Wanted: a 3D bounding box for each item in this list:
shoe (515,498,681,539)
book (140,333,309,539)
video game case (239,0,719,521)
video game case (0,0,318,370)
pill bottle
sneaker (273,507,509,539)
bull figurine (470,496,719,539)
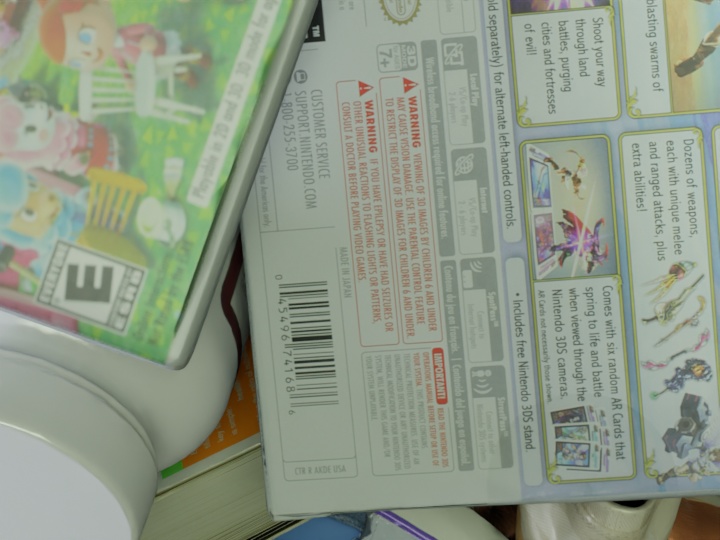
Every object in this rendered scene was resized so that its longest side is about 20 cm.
[{"bbox_3d":[0.085,0.014,0.760,0.070,0.053,0.200,4,54,1],"label":"shoe"},{"bbox_3d":[0.000,0.000,0.750,0.200,0.134,0.048,-28,136,10],"label":"book"},{"bbox_3d":[0.056,-0.035,0.651,0.181,0.045,0.201,-4,97,10],"label":"video game case"},{"bbox_3d":[-0.099,-0.097,0.612,0.182,0.022,0.200,20,89,0],"label":"video game case"},{"bbox_3d":[-0.084,-0.010,0.700,0.113,0.113,0.200,18,51,-4],"label":"pill bottle"},{"bbox_3d":[0.007,0.159,0.755,0.200,0.081,0.147,37,62,-6],"label":"sneaker"},{"bbox_3d":[0.113,0.089,0.802,0.200,0.065,0.121,43,86,-3],"label":"bull figurine"}]
